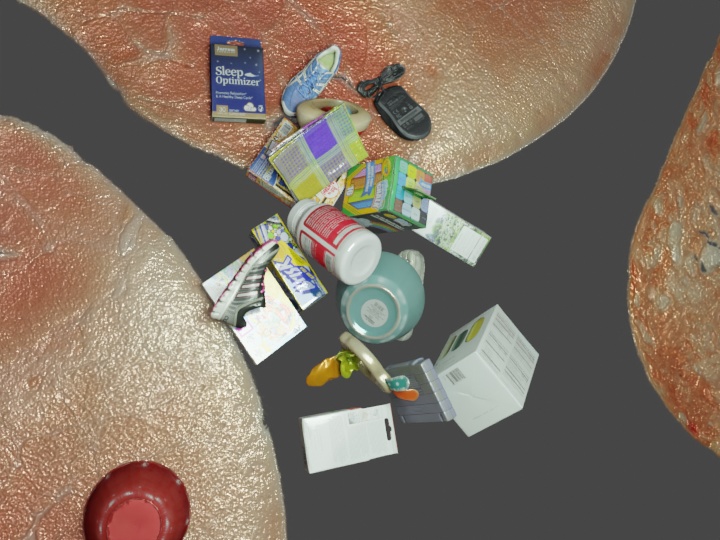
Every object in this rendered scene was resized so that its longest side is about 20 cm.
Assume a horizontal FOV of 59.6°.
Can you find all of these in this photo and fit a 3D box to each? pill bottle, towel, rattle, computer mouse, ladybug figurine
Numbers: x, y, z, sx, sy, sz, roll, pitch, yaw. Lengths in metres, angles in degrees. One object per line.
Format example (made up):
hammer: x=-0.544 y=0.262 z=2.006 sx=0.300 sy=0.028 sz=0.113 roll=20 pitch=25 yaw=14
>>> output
pill bottle: x=-0.059 y=-0.065 z=1.275 sx=0.112 sy=0.113 sz=0.199 roll=-39 pitch=51 yaw=-18
towel: x=-0.086 y=-0.241 z=1.323 sx=0.199 sy=0.023 sz=0.145 roll=-36 pitch=127 yaw=-9
rattle: x=0.001 y=0.232 z=1.288 sx=0.142 sy=0.131 sz=0.200 roll=-32 pitch=61 yaw=-28
computer mouse: x=0.093 y=-0.384 z=1.494 sx=0.137 sy=0.053 sz=0.202 roll=-32 pitch=78 yaw=-17
ladybug figurine: x=-0.060 y=-0.330 z=1.399 sx=0.198 sy=0.073 sz=0.135 roll=-13 pitch=42 yaw=-41

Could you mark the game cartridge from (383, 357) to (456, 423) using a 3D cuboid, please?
game cartridge: x=0.115 y=0.251 z=1.307 sx=0.038 sy=0.199 sz=0.132 roll=-20 pitch=86 yaw=-26

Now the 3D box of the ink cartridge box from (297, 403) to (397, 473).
ink cartridge box: x=-0.027 y=0.350 z=1.327 sx=0.196 sy=0.050 sz=0.111 roll=-6 pitch=82 yaw=-19

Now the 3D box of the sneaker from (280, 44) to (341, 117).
sneaker: x=-0.112 y=-0.434 z=1.423 sx=0.075 sy=0.077 sz=0.202 roll=35 pitch=74 yaw=-10

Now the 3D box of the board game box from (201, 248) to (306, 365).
board game box: x=-0.223 y=0.076 z=1.323 sx=0.134 sy=0.034 sz=0.202 roll=-36 pitch=92 yaw=-19

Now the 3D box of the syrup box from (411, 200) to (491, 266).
syrup box: x=0.191 y=-0.097 z=1.442 sx=0.198 sy=0.082 sz=0.080 roll=30 pitch=101 yaw=-9

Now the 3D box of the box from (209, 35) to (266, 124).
box: x=-0.274 y=-0.430 z=1.398 sx=0.119 sy=0.032 sz=0.205 roll=-1 pitch=80 yaw=-17

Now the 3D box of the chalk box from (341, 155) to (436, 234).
chalk box: x=0.072 y=-0.162 z=1.350 sx=0.124 sy=0.198 sz=0.127 roll=20 pitch=73 yaw=-42

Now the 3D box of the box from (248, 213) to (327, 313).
box: x=-0.155 y=-0.013 z=1.343 sx=0.070 sy=0.064 sz=0.202 roll=-33 pitch=90 yaw=-18

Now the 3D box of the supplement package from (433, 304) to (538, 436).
supplement package: x=0.262 y=0.210 z=1.341 sx=0.151 sy=0.151 sz=0.200 roll=49 pitch=35 yaw=-3

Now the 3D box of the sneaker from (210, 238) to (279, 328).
sneaker: x=-0.215 y=0.032 z=1.273 sx=0.087 sy=0.074 sz=0.201 roll=36 pitch=84 yaw=-12

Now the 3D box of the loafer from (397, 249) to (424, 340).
loafer: x=0.112 y=0.056 z=1.410 sx=0.069 sy=0.069 sz=0.205 roll=9 pitch=89 yaw=-44

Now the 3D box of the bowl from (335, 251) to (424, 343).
bowl: x=0.034 y=0.070 z=1.315 sx=0.196 sy=0.105 sz=0.205 roll=2 pitch=104 yaw=10

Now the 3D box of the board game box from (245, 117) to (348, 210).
board game box: x=-0.131 y=-0.216 z=1.395 sx=0.199 sy=0.046 sz=0.153 roll=36 pitch=72 yaw=-8

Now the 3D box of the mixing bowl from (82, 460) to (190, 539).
mixing bowl: x=-0.413 y=0.461 z=1.161 sx=0.196 sy=0.108 sz=0.205 roll=3 pitch=79 yaw=-16
